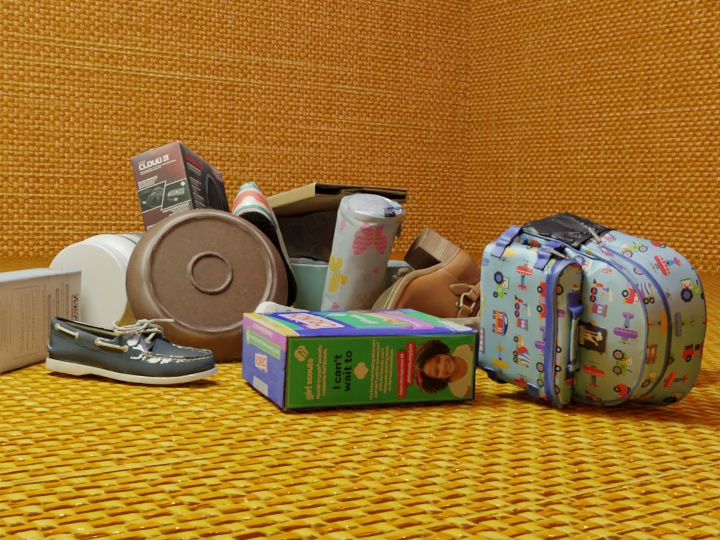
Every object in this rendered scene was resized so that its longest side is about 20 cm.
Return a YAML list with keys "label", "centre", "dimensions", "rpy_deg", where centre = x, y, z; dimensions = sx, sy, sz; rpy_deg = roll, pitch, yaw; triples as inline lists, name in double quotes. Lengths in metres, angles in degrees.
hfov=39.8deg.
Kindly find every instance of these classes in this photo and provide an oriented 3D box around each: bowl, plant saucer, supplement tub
- label: "bowl"
  centre: [-0.021, 0.039, 1.455]
  dimensions: [0.198, 0.107, 0.201]
  rpy_deg: [2, 4, 0]
- label: "plant saucer"
  centre: [-0.182, 0.009, 1.198]
  dimensions: [0.197, 0.203, 0.035]
  rpy_deg: [1, -23, -15]
- label: "supplement tub"
  centre: [-0.317, 0.021, 1.344]
  dimensions: [0.138, 0.143, 0.200]
  rpy_deg: [3, 4, 17]

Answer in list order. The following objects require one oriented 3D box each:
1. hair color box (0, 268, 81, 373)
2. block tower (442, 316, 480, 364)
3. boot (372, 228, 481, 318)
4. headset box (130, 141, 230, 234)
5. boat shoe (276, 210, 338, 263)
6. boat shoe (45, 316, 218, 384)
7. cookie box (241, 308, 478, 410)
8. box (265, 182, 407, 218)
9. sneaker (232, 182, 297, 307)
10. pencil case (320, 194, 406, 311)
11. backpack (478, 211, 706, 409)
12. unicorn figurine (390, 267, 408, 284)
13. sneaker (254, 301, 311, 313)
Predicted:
- label: "hair color box"
  centre: [-0.392, 0.053, 1.146]
  dimensions: [0.060, 0.101, 0.200]
  rpy_deg: [1, 4, 11]
- label: "block tower"
  centre: [0.074, 0.087, 1.176]
  dimensions: [0.197, 0.055, 0.058]
  rpy_deg: [-1, 4, -26]
- label: "boot"
  centre: [0.104, 0.058, 1.268]
  dimensions: [0.154, 0.201, 0.074]
  rpy_deg: [38, -28, -8]
- label: "headset box"
  centre: [-0.229, -0.068, 1.328]
  dimensions: [0.076, 0.203, 0.149]
  rpy_deg: [-16, -15, 11]
- label: "boat shoe"
  centre: [-0.054, -0.048, 1.422]
  dimensions: [0.197, 0.077, 0.072]
  rpy_deg: [5, 3, 25]
- label: "boat shoe"
  centre: [-0.244, 0.082, 1.058]
  dimensions: [0.197, 0.063, 0.075]
  rpy_deg: [4, 2, 21]
- label: "cookie box"
  centre: [-0.006, 0.086, 1.007]
  dimensions: [0.197, 0.076, 0.171]
  rpy_deg: [-1, 5, -21]
- label: "box"
  centre: [-0.057, -0.094, 1.398]
  dimensions: [0.162, 0.022, 0.199]
  rpy_deg: [0, -5, -38]
- label: "sneaker"
  centre: [-0.131, -0.032, 1.354]
  dimensions: [0.069, 0.201, 0.094]
  rpy_deg: [-11, 45, 2]
- label: "pencil case"
  centre: [0.000, 0.000, 1.311]
  dimensions: [0.090, 0.203, 0.083]
  rpy_deg: [-5, 26, -40]
- label: "backpack"
  centre: [0.227, 0.050, 0.969]
  dimensions: [0.133, 0.185, 0.199]
  rpy_deg: [-12, 23, -37]
- label: "unicorn figurine"
  centre: [0.130, 0.047, 1.393]
  dimensions: [0.197, 0.139, 0.074]
  rpy_deg: [-12, 29, 13]
- label: "sneaker"
  centre: [-0.067, 0.073, 1.156]
  dimensions: [0.081, 0.076, 0.200]
  rpy_deg: [1, 3, 17]
